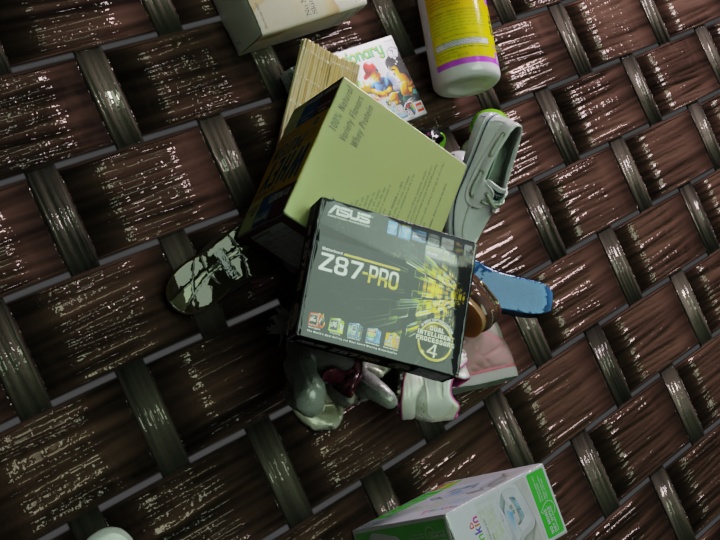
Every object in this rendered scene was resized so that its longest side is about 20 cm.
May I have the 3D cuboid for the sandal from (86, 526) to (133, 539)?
[{"bbox_3d":[-0.270,0.375,1.223,0.082,0.050,0.205,-4,91,-22],"label":"sandal"}]

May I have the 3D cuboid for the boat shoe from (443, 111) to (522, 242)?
[{"bbox_3d":[0.168,-0.114,1.567,0.073,0.066,0.202,-1,107,-46],"label":"boat shoe"}]

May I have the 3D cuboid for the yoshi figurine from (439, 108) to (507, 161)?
[{"bbox_3d":[0.157,-0.172,1.669,0.113,0.112,0.200,53,50,-2],"label":"yoshi figurine"}]

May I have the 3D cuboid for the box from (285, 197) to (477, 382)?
[{"bbox_3d":[0.026,0.024,1.289,0.198,0.049,0.163,17,70,-17],"label":"box"}]

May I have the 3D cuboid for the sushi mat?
[{"bbox_3d":[-0.058,-0.210,1.538,0.095,0.012,0.202,23,65,-27],"label":"sushi mat"}]

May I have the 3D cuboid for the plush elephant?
[{"bbox_3d":[-0.019,0.120,1.415,0.155,0.199,0.165,43,78,-31],"label":"plush elephant"}]

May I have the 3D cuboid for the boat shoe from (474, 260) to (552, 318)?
[{"bbox_3d":[0.171,0.034,1.631,0.198,0.069,0.085,22,76,-4],"label":"boat shoe"}]

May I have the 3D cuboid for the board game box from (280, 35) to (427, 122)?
[{"bbox_3d":[-0.007,-0.247,1.616,0.199,0.035,0.127,-27,91,-38],"label":"board game box"}]

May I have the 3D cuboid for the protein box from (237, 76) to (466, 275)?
[{"bbox_3d":[-0.010,-0.086,1.414,0.199,0.135,0.200,32,65,-22],"label":"protein box"}]

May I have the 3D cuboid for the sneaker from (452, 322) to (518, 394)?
[{"bbox_3d":[0.128,0.115,1.577,0.199,0.075,0.106,-7,77,-40],"label":"sneaker"}]

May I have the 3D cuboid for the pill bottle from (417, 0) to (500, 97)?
[{"bbox_3d":[0.143,-0.370,1.721,0.103,0.104,0.202,-1,77,-36],"label":"pill bottle"}]

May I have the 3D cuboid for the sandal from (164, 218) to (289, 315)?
[{"bbox_3d":[-0.157,-0.007,1.425,0.199,0.054,0.082,-34,97,-23],"label":"sandal"}]

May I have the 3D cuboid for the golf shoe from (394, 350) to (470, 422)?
[{"bbox_3d":[0.102,0.103,1.480,0.090,0.075,0.202,11,69,6],"label":"golf shoe"}]

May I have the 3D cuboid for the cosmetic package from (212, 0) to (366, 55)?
[{"bbox_3d":[-0.097,-0.375,1.568,0.199,0.071,0.106,-29,93,-38],"label":"cosmetic package"}]

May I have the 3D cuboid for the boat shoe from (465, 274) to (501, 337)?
[{"bbox_3d":[0.108,0.006,1.566,0.200,0.071,0.070,48,42,9],"label":"boat shoe"}]

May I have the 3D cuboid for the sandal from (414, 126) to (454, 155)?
[{"bbox_3d":[0.077,-0.175,1.565,0.074,0.201,0.049,-6,106,-9],"label":"sandal"}]

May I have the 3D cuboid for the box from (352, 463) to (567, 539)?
[{"bbox_3d":[0.121,0.326,1.423,0.175,0.199,0.098,-17,85,-37],"label":"box"}]
